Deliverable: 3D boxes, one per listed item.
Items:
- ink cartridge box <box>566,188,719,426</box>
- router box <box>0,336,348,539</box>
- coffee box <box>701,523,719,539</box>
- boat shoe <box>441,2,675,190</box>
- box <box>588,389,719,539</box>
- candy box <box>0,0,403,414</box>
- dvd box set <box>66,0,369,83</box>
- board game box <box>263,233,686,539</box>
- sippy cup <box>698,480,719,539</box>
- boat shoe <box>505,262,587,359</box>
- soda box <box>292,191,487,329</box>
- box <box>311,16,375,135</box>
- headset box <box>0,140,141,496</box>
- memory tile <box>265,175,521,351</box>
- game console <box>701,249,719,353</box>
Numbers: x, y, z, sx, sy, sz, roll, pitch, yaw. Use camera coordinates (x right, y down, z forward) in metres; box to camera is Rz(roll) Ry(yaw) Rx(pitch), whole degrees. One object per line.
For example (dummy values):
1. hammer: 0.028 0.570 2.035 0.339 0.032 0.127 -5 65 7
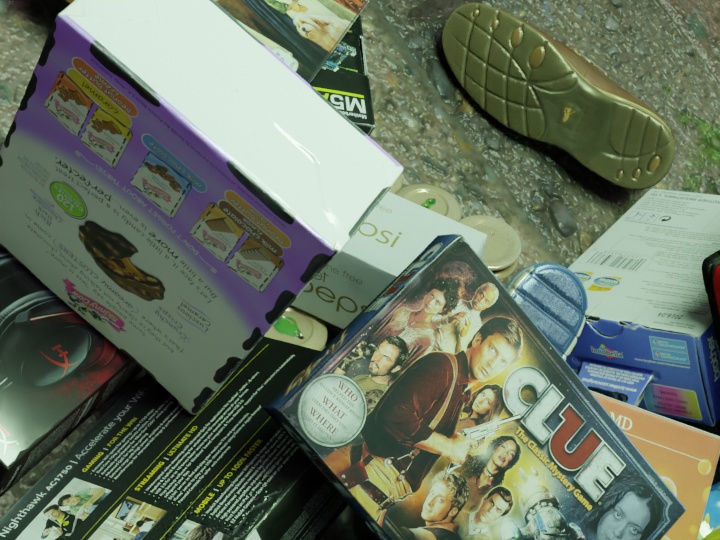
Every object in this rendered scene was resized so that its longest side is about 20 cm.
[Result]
1. ink cartridge box: 0.208 0.028 1.022 0.200 0.136 0.077 -38 123 -37
2. router box: -0.088 0.117 0.829 0.148 0.051 0.200 12 43 35
3. coffee box: 0.237 0.227 0.731 0.197 0.200 0.201 -31 83 -31
4. boat shoe: 0.149 -0.133 1.138 0.199 0.072 0.068 34 20 4
5. box: 0.113 0.174 0.878 0.123 0.097 0.202 19 81 -16
6. candy box: -0.098 -0.038 0.774 0.167 0.200 0.072 41 52 -2
7. dvd box set: -0.106 -0.193 1.000 0.199 0.029 0.147 37 53 -5
8. board game box: 0.063 0.100 0.796 0.135 0.035 0.200 -44 100 -15
9. sippy cup: 0.232 0.209 0.942 0.139 0.178 0.131 -33 76 -13
10. boat shoe: 0.074 0.087 0.962 0.072 0.072 0.201 40 78 -5
11. soda box: -0.026 -0.020 0.934 0.198 0.069 0.064 24 48 13
12. box: -0.094 -0.184 1.050 0.198 0.048 0.195 5 63 -25
13. headset box: -0.191 0.013 0.872 0.149 0.075 0.200 46 53 2
14. memory tile: 0.000 0.000 0.979 0.153 0.017 0.200 33 50 20
15. game console: 0.293 0.061 0.939 0.118 0.201 0.172 -27 32 -11
